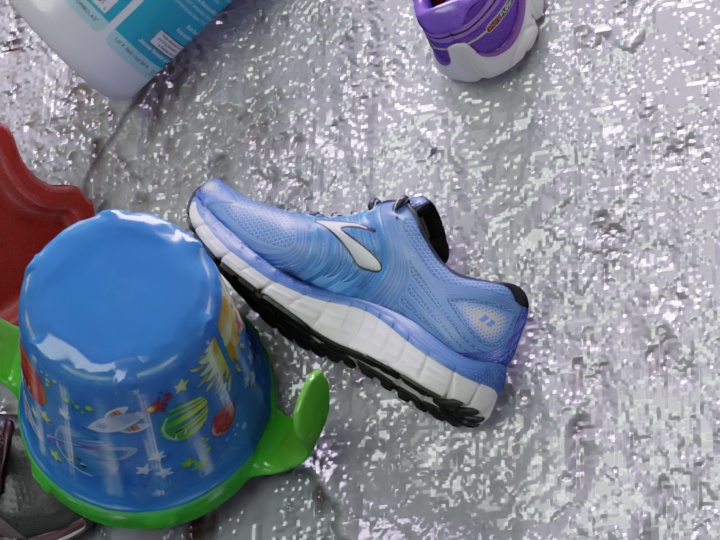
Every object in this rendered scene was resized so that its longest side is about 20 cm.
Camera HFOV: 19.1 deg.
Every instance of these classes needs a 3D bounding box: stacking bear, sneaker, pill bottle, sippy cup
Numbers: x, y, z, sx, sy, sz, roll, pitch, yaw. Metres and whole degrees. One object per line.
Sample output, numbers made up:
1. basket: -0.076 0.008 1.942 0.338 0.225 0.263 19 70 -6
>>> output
1. stacking bear: -0.269 -0.024 1.207 0.199 0.121 0.114 9 67 38
2. sneaker: 0.057 -0.201 1.127 0.080 0.083 0.201 -12 65 21
3. sneaker: 0.000 0.000 1.088 0.199 0.079 0.089 28 77 23
4. pill bottle: -0.099 -0.197 1.186 0.200 0.111 0.111 -43 58 4
5. sneaker: -0.235 0.099 1.131 0.199 0.115 0.076 0 70 26
6. sippy cup: -0.112 0.041 1.062 0.177 0.131 0.140 -14 61 -6
